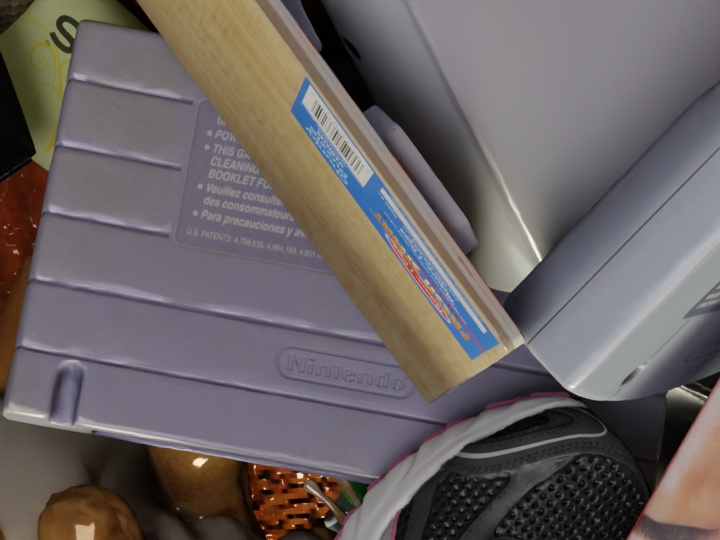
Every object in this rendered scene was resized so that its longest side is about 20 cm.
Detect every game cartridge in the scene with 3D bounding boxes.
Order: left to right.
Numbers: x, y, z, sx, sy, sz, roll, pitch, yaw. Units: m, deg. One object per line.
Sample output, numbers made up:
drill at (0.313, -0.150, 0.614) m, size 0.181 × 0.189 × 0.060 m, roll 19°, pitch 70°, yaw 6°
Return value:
game cartridge at (0.000, 0.000, 0.755) m, size 0.199 × 0.038 × 0.130 m, roll 11°, pitch 77°, yaw -5°
game cartridge at (0.120, -0.021, 0.677) m, size 0.133 × 0.200 × 0.042 m, roll -43°, pitch 74°, yaw 26°

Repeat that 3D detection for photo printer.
photo printer at (0.055, -0.118, 0.659) m, size 0.166 × 0.069 × 0.200 m, roll -38°, pitch 122°, yaw -16°

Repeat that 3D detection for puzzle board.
puzzle board at (-0.024, -0.055, 0.667) m, size 0.017 × 0.151 × 0.200 m, roll -36°, pitch 87°, yaw -10°

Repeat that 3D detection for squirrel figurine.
squirrel figurine at (-0.064, 0.125, 0.823) m, size 0.186 × 0.142 × 0.200 m, roll 21°, pitch 131°, yaw 12°

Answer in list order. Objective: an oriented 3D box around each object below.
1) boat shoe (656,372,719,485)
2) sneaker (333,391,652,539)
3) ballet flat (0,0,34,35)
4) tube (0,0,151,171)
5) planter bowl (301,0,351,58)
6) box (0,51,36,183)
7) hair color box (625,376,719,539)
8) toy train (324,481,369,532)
boat shoe at (0.140, 0.083, 0.780) m, size 0.200 × 0.068 × 0.072 m, roll 35°, pitch 117°, yaw 3°
sneaker at (0.014, 0.128, 0.701) m, size 0.080 × 0.086 × 0.200 m, roll 40°, pitch 95°, yaw -23°
ballet flat at (-0.160, -0.087, 0.803) m, size 0.200 × 0.046 × 0.067 m, roll -42°, pitch 71°, yaw 31°
tube at (-0.067, -0.039, 0.807) m, size 0.200 × 0.052 × 0.058 m, roll 40°, pitch 75°, yaw 8°
planter bowl at (-0.010, -0.142, 0.730) m, size 0.200 × 0.083 × 0.201 m, roll 6°, pitch 111°, yaw 15°
box at (-0.225, -0.095, 0.777) m, size 0.200 × 0.048 × 0.194 m, roll -15°, pitch 101°, yaw 21°
hair color box at (0.119, 0.110, 0.666) m, size 0.111 × 0.064 × 0.200 m, roll 34°, pitch 110°, yaw 20°
toy train at (0.063, 0.136, 0.838) m, size 0.200 × 0.042 × 0.056 m, roll 47°, pitch 128°, yaw -3°
